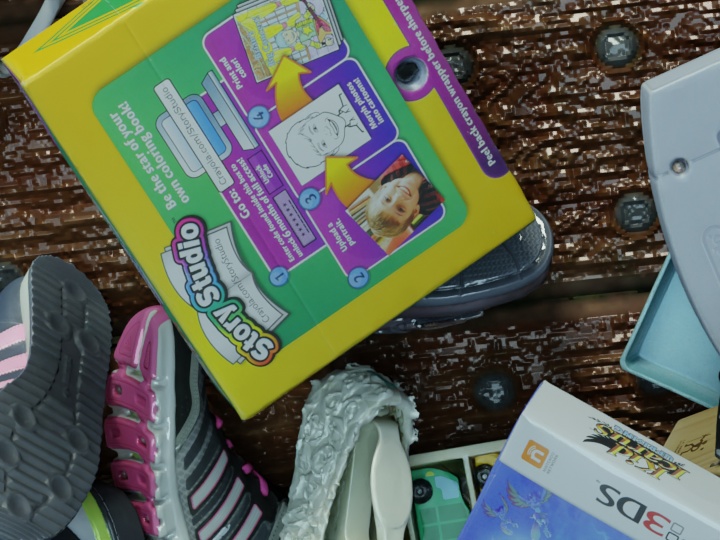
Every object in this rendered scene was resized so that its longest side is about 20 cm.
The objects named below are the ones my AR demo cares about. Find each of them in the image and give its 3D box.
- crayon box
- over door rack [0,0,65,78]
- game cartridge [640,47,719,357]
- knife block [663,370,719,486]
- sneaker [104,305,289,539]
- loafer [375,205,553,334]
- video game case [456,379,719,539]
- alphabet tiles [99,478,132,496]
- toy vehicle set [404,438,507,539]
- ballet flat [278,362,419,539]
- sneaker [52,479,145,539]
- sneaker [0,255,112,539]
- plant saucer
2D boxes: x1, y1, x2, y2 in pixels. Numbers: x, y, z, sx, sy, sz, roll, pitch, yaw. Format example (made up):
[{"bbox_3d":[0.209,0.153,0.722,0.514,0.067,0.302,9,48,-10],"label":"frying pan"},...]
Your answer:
[{"bbox_3d":[-0.040,-0.061,1.299,0.172,0.058,0.201,-34,114,-4],"label":"crayon box"},{"bbox_3d":[-0.084,-0.134,1.363,0.148,0.067,0.200,42,104,15],"label":"over door rack"},{"bbox_3d":[0.216,-0.020,1.350,0.132,0.041,0.201,-24,105,1],"label":"game cartridge"},{"bbox_3d":[0.229,0.103,1.318,0.175,0.064,0.200,-22,112,43],"label":"knife block"},{"bbox_3d":[-0.072,0.112,1.408,0.087,0.074,0.202,-12,98,-23],"label":"sneaker"},{"bbox_3d":[0.000,0.000,1.403,0.198,0.063,0.072,-4,60,8],"label":"loafer"},{"bbox_3d":[0.120,0.181,1.330,0.180,0.045,0.201,29,117,9],"label":"video game case"},{"bbox_3d":[-0.120,0.205,1.445,0.165,0.006,0.202,-10,100,-15],"label":"alphabet tiles"},{"bbox_3d":[0.050,0.191,1.414,0.123,0.027,0.202,-11,87,6],"label":"toy vehicle set"},{"bbox_3d":[-0.007,0.146,1.367,0.071,0.072,0.202,6,88,8],"label":"ballet flat"},{"bbox_3d":[-0.143,0.203,1.397,0.082,0.072,0.202,-12,90,-23],"label":"sneaker"},{"bbox_3d":[-0.173,0.081,1.376,0.070,0.201,0.082,39,120,-19],"label":"sneaker"},{"bbox_3d":[0.199,-0.029,1.380,0.070,0.019,0.201,24,102,4],"label":"plant saucer"}]
